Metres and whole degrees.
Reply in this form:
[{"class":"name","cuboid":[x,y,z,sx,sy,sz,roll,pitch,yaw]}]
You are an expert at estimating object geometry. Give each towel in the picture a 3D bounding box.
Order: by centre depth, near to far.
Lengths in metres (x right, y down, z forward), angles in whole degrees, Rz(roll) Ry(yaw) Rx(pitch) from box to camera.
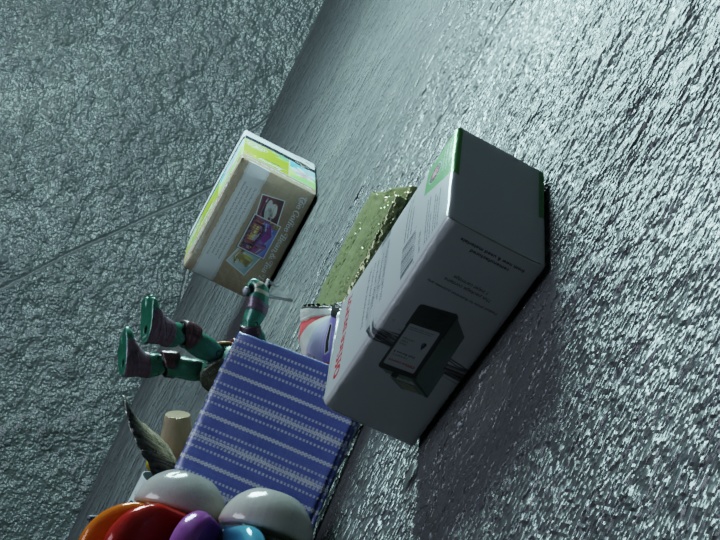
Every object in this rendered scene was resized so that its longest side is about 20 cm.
[{"class":"towel","cuboid":[-0.088,0.170,1.370,0.024,0.145,0.200,65,-133,-69]},{"class":"towel","cuboid":[0.000,0.000,1.603,0.200,0.036,0.148,-64,11,-4]}]

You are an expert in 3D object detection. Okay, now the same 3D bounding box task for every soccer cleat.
[{"class":"soccer cleat","cuboid":[-0.010,0.068,1.438,0.200,0.068,0.073,175,99,-69]}]

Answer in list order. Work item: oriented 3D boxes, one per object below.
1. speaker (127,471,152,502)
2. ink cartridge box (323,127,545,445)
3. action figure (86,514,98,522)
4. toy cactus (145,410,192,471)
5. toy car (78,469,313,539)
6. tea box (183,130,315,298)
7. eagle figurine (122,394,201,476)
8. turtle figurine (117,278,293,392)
[{"class":"speaker","cuboid":[-0.303,0.375,2.037,0.200,0.081,0.081,-62,11,5]},{"class":"ink cartridge box","cuboid":[0.057,0.013,1.167,0.200,0.084,0.146,-57,13,32]},{"class":"action figure","cuboid":[-0.194,0.266,1.641,0.200,0.105,0.193,-45,-13,36]},{"class":"toy cactus","cuboid":[-0.236,0.254,1.851,0.200,0.102,0.165,-81,-6,-78]},{"class":"toy car","cuboid":[-0.143,0.250,1.241,0.150,0.200,0.175,57,-134,-59]},{"class":"tea box","cuboid":[-0.172,-0.088,2.358,0.200,0.134,0.197,-61,12,13]},{"class":"eagle figurine","cuboid":[-0.166,0.223,1.449,0.152,0.151,0.200,53,-135,-87]},{"class":"turtle figurine","cuboid":[-0.126,0.079,1.456,0.150,0.200,0.101,-62,31,29]}]
